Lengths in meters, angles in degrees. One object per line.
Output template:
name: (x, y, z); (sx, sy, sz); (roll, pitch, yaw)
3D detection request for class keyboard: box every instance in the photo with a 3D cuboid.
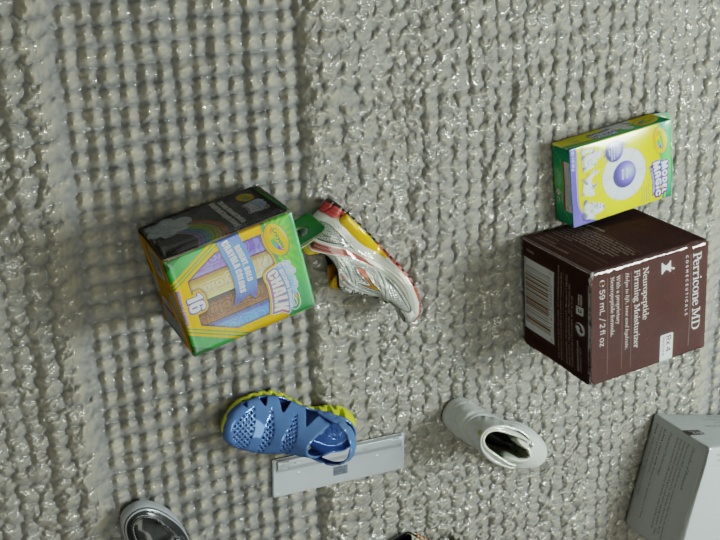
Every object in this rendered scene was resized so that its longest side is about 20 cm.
keyboard: (-0.028, 0.265, 1.504); (0.198, 0.011, 0.057); (-8, 116, -24)

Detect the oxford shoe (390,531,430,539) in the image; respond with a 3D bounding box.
oxford shoe: (0.092, 0.413, 1.581); (0.198, 0.071, 0.075); (-7, 108, -25)

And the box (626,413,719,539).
box: (0.558, 0.344, 1.757); (0.197, 0.131, 0.202); (4, 106, -28)

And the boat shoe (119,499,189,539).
boat shoe: (-0.237, 0.378, 1.402); (0.070, 0.066, 0.201); (-31, 119, -14)

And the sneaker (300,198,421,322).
sneaker: (0.000, 0.000, 1.392); (0.082, 0.078, 0.200); (-46, 112, 0)

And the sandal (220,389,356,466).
sandal: (-0.082, 0.207, 1.411); (0.198, 0.087, 0.080); (7, 106, -27)

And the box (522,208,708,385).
box: (0.348, 0.031, 1.519); (0.198, 0.164, 0.168); (-15, 114, -22)

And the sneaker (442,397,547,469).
sneaker: (0.215, 0.255, 1.561); (0.199, 0.115, 0.074); (27, 93, -33)

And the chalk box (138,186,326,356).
chalk box: (-0.135, -0.011, 1.275); (0.198, 0.124, 0.125); (-21, 116, -18)

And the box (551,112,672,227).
box: (0.364, -0.143, 1.536); (0.198, 0.048, 0.119); (-19, 116, -22)
